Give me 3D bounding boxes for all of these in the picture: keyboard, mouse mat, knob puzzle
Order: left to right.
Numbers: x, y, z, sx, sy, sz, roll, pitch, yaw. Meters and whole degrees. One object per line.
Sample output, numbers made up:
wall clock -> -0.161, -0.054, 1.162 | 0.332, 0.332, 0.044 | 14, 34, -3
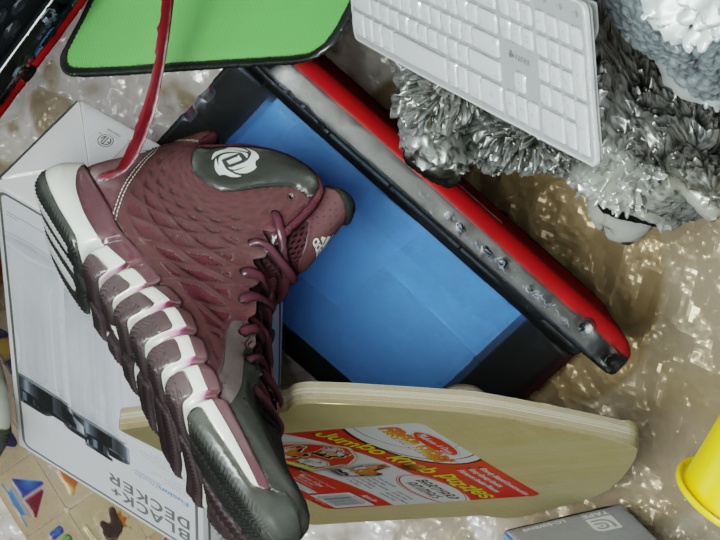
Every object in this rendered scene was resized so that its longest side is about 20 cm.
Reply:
mouse mat -> -0.036, -0.164, 1.246 | 0.161, 0.200, 0.008 | 1, 149, 42
knob puzzle -> 0.026, 0.069, 1.282 | 0.219, 0.220, 0.031 | -8, 68, 31
keyboard -> 0.036, -0.087, 1.058 | 0.200, 0.011, 0.056 | -145, 51, -61

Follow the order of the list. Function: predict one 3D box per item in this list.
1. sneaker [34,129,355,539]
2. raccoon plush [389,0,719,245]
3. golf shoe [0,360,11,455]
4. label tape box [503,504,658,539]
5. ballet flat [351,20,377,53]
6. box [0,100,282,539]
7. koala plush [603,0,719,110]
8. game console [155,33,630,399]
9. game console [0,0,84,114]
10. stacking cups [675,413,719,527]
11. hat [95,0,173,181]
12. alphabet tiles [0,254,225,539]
sneaker -> -0.041, 0.014, 1.188 | 0.200, 0.115, 0.076 | 57, 163, 29
raccoon plush -> 0.084, -0.091, 1.136 | 0.134, 0.097, 0.200 | 10, 144, 18
golf shoe -> -0.205, 0.000, 1.412 | 0.088, 0.077, 0.200 | -46, 51, 20
label tape box -> 0.125, 0.208, 1.254 | 0.200, 0.063, 0.145 | -135, 40, -60
ballet flat -> -0.011, -0.125, 1.304 | 0.200, 0.072, 0.072 | 1, 105, 31
box -> -0.097, 0.031, 1.342 | 0.117, 0.060, 0.200 | 30, 147, 18
koala plush -> 0.132, -0.159, 1.013 | 0.183, 0.177, 0.200 | 11, 83, 5
game console -> 0.000, 0.000, 1.281 | 0.200, 0.172, 0.119 | 41, 95, -6
game console -> -0.198, -0.158, 1.303 | 0.119, 0.200, 0.172 | 36, 92, -28
stacking cups -> 0.202, 0.018, 1.238 | 0.060, 0.060, 0.200 | 35, 113, 17
hat -> -0.044, -0.161, 1.122 | 0.165, 0.176, 0.200 | 2, 147, 27
alphabet tiles -> -0.127, 0.066, 1.462 | 0.167, 0.008, 0.200 | -35, 86, 33
